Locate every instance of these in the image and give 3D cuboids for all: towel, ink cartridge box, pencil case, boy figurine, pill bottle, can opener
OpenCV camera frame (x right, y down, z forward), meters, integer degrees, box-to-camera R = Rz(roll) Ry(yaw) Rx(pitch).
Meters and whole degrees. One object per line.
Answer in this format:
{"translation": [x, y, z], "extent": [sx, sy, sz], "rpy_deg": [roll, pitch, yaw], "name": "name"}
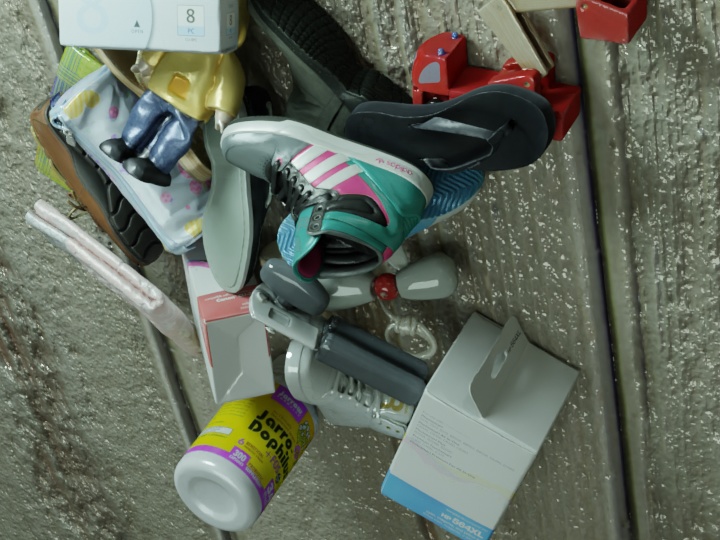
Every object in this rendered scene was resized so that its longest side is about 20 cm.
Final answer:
{"translation": [-0.277, -0.140, 1.443], "extent": [0.143, 0.023, 0.201], "rpy_deg": [33, 136, 6], "name": "towel"}
{"translation": [-0.145, 0.028, 1.418], "extent": [0.067, 0.201, 0.117], "rpy_deg": [-12, 130, -10], "name": "ink cartridge box"}
{"translation": [-0.186, -0.293, 1.169], "extent": [0.158, 0.047, 0.202], "rpy_deg": [6, 106, 19], "name": "ink cartridge box"}
{"translation": [-0.221, -0.112, 1.349], "extent": [0.083, 0.091, 0.200], "rpy_deg": [-28, 114, 31], "name": "pencil case"}
{"translation": [-0.155, -0.174, 1.240], "extent": [0.124, 0.064, 0.201], "rpy_deg": [41, 106, 22], "name": "boy figurine"}
{"translation": [-0.112, 0.181, 1.474], "extent": [0.103, 0.200, 0.105], "rpy_deg": [17, 134, 19], "name": "pill bottle"}
{"translation": [0.122, 0.155, 1.350], "extent": [0.124, 0.129, 0.201], "rpy_deg": [29, 137, 8], "name": "ink cartridge box"}
{"translation": [-0.259, 0.013, 1.461], "extent": [0.190, 0.032, 0.200], "rpy_deg": [36, 172, 16], "name": "towel"}
{"translation": [-0.019, 0.064, 1.306], "extent": [0.199, 0.053, 0.067], "rpy_deg": [32, 128, -11], "name": "can opener"}

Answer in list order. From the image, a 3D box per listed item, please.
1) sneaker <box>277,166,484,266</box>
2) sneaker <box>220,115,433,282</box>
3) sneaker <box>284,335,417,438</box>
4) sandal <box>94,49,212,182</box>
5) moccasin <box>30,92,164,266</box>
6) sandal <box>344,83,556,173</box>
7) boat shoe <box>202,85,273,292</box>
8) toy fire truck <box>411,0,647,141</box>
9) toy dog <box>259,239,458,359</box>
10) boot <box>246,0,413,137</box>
{"translation": [0.022, -0.056, 1.254], "extent": [0.198, 0.081, 0.077], "rpy_deg": [-23, 75, 8], "name": "sneaker"}
{"translation": [-0.047, -0.054, 1.175], "extent": [0.198, 0.122, 0.084], "rpy_deg": [17, 151, 13], "name": "sneaker"}
{"translation": [0.001, 0.121, 1.412], "extent": [0.114, 0.074, 0.200], "rpy_deg": [9, 163, 23], "name": "sneaker"}
{"translation": [-0.188, -0.192, 1.316], "extent": [0.069, 0.078, 0.213], "rpy_deg": [-31, 101, 19], "name": "sandal"}
{"translation": [-0.278, -0.091, 1.418], "extent": [0.202, 0.074, 0.077], "rpy_deg": [50, 149, -18], "name": "moccasin"}
{"translation": [0.074, -0.110, 1.145], "extent": [0.198, 0.043, 0.077], "rpy_deg": [-3, 126, 33], "name": "sandal"}
{"translation": [-0.112, -0.079, 1.312], "extent": [0.075, 0.060, 0.202], "rpy_deg": [22, 116, 39], "name": "boat shoe"}
{"translation": [0.133, -0.182, 1.117], "extent": [0.198, 0.049, 0.142], "rpy_deg": [15, 132, 24], "name": "toy fire truck"}
{"translation": [0.000, 0.000, 1.349], "extent": [0.198, 0.097, 0.133], "rpy_deg": [12, 130, 5], "name": "toy dog"}
{"translation": [-0.054, -0.159, 1.238], "extent": [0.200, 0.068, 0.130], "rpy_deg": [44, 131, -9], "name": "boot"}
